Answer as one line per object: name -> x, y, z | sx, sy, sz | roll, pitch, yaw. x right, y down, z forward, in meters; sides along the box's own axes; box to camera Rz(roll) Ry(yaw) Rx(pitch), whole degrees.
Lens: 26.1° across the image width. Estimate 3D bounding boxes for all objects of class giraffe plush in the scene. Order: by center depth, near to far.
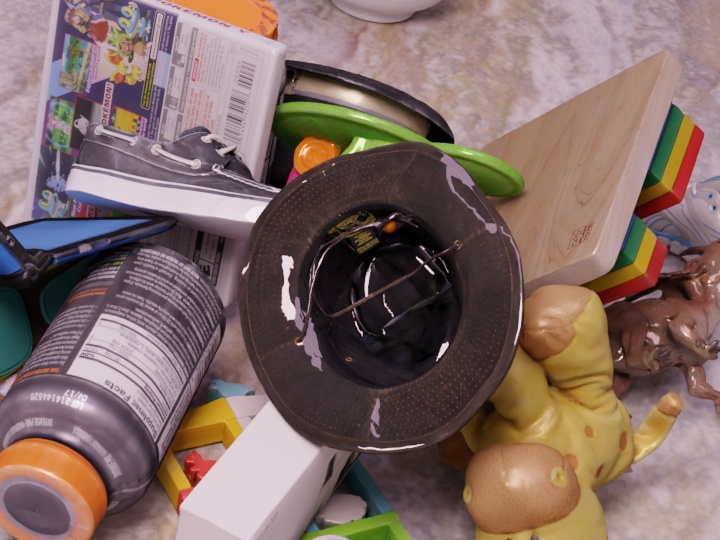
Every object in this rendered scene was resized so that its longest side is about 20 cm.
giraffe plush -> 0.109, 0.132, 1.007 | 0.200, 0.172, 0.163 | 40, 41, -21

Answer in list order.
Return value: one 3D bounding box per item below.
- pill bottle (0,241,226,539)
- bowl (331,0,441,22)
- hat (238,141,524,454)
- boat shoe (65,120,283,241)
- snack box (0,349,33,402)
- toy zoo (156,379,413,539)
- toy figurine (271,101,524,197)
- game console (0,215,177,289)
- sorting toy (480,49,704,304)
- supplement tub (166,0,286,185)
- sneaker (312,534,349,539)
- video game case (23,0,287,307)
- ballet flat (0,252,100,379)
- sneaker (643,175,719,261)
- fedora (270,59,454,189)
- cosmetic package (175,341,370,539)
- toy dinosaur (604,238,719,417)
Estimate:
pill bottle -> -0.164, 0.081, 0.980 | 0.105, 0.107, 0.201 | 17, 41, 6
bowl -> 0.021, -0.322, 1.625 | 0.198, 0.091, 0.202 | 8, 36, -6
hat -> 0.020, 0.026, 0.970 | 0.198, 0.081, 0.203 | -8, 68, 19
boat shoe -> -0.109, -0.064, 1.062 | 0.198, 0.069, 0.072 | 12, -8, 27
snack box -> -0.204, 0.046, 1.107 | 0.071, 0.025, 0.201 | 18, 36, 9
toy zoo -> -0.058, 0.142, 1.024 | 0.130, 0.021, 0.200 | -10, 41, -28
toy figurine -> 0.000, 0.000, 1.106 | 0.198, 0.150, 0.186 | 13, 77, 21
game console -> -0.252, -0.053, 1.029 | 0.199, 0.171, 0.119 | 1, 46, 48
sorting toy -> 0.145, -0.033, 1.113 | 0.069, 0.198, 0.201 | 41, 52, -20
supplement tub -> -0.123, -0.111, 1.195 | 0.121, 0.202, 0.123 | 8, 35, -5
sneaker -> -0.026, 0.219, 0.867 | 0.076, 0.081, 0.201 | 24, 38, -2
video game case -> -0.153, -0.095, 1.122 | 0.180, 0.202, 0.023 | 22, 26, 16
ballet flat -> -0.237, 0.027, 1.061 | 0.066, 0.068, 0.199 | 6, 25, 39
sneaker -> 0.290, -0.055, 1.349 | 0.199, 0.087, 0.075 | 33, 41, 28
fedora -> -0.025, -0.101, 1.280 | 0.198, 0.093, 0.201 | 18, -7, 2
cosmetic package -> -0.047, 0.125, 0.961 | 0.050, 0.083, 0.200 | 22, 37, 15
toy dinosaur -> 0.215, 0.047, 1.190 | 0.197, 0.087, 0.136 | -8, 39, -17
